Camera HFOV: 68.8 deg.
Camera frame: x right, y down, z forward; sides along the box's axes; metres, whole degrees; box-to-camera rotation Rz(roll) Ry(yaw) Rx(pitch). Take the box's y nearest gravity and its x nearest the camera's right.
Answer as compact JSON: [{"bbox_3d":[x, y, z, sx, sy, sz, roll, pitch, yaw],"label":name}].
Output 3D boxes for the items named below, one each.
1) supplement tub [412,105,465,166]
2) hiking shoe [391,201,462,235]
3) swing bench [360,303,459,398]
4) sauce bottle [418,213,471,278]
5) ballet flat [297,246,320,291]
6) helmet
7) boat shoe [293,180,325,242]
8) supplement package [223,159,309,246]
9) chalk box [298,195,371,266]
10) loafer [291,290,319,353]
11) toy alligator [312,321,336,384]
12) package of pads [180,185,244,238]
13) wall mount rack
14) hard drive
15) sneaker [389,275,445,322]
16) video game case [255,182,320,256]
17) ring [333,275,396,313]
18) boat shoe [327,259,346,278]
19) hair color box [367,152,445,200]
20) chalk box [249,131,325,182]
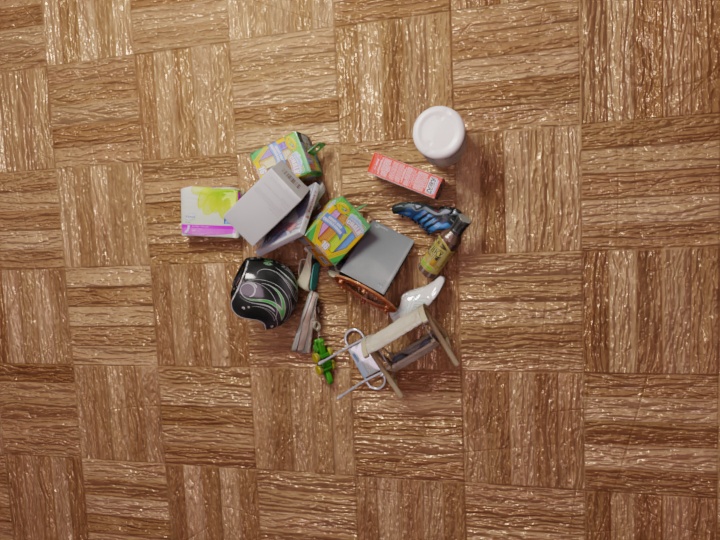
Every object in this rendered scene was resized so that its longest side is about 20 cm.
[{"bbox_3d":[0.212,-0.347,1.383,0.131,0.200,0.133,1,95,12],"label":"supplement tub"},{"bbox_3d":[0.181,-0.143,1.472,0.199,0.074,0.087,10,96,12],"label":"hiking shoe"},{"bbox_3d":[0.132,0.206,1.447,0.198,0.130,0.200,-31,118,13],"label":"swing bench"},{"bbox_3d":[0.231,-0.067,1.442,0.065,0.065,0.201,36,122,8],"label":"sauce bottle"},{"bbox_3d":[-0.146,-0.038,1.565,0.069,0.069,0.201,18,99,11],"label":"ballet flat"},{"bbox_3d":[-0.275,0.068,1.539,0.190,0.200,0.201,23,101,-19],"label":"helmet"},{"bbox_3d":[-0.166,-0.176,1.558,0.065,0.074,0.202,32,101,-31],"label":"boat shoe"},{"bbox_3d":[-0.254,-0.184,1.433,0.200,0.117,0.117,-39,104,19],"label":"supplement package"},{"bbox_3d":[-0.063,-0.124,1.474,0.124,0.125,0.200,45,76,-14],"label":"chalk box"},{"bbox_3d":[-0.153,0.158,1.587,0.062,0.072,0.201,18,106,-7],"label":"loafer"},{"bbox_3d":[-0.122,0.245,1.584,0.054,0.059,0.201,1,107,55],"label":"toy alligator"},{"bbox_3d":[-0.455,-0.181,1.618,0.199,0.068,0.156,2,96,12],"label":"package of pads"},{"bbox_3d":[-0.017,0.281,1.555,0.173,0.075,0.201,-29,87,14],"label":"wall mount rack"},{"bbox_3d":[0.048,-0.035,1.477,0.139,0.033,0.201,27,62,9],"label":"hard drive"},{"bbox_3d":[0.160,0.082,1.500,0.080,0.070,0.200,45,103,8],"label":"sneaker"},{"bbox_3d":[-0.207,-0.144,1.489,0.199,0.183,0.023,-20,134,39],"label":"video game case"},{"bbox_3d":[0.010,0.071,1.470,0.200,0.201,0.019,28,79,9],"label":"ring"},{"bbox_3d":[0.000,0.000,1.529,0.199,0.072,0.066,8,102,17],"label":"boat shoe"},{"bbox_3d":[0.129,-0.260,1.456,0.199,0.111,0.064,24,100,9],"label":"hair color box"},{"bbox_3d":[-0.191,-0.315,1.518,0.199,0.124,0.125,-20,90,15],"label":"chalk box"}]
